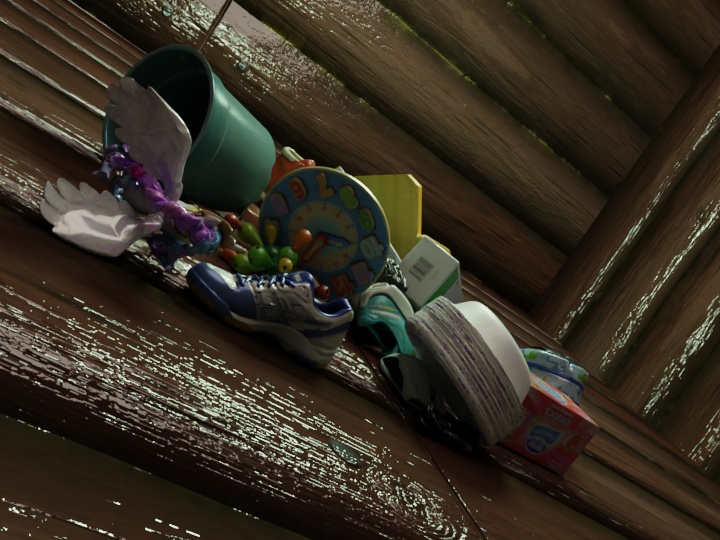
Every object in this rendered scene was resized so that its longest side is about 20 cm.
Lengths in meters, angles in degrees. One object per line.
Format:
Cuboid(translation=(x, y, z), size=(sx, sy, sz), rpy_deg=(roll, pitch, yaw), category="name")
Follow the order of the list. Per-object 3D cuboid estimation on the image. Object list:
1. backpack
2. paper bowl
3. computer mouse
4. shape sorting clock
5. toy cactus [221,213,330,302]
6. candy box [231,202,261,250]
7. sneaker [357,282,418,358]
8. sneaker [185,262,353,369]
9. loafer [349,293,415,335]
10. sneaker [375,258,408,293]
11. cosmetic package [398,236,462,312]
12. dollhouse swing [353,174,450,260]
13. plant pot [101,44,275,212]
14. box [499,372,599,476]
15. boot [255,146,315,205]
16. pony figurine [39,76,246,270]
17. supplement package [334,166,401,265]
Cuboid(translation=(0.316, 0.200, 1.433), size=(0.161, 0.156, 0.200), rpy_deg=(31, -29, -10), category="backpack")
Cuboid(translation=(0.152, 0.125, 1.088), size=(0.203, 0.103, 0.201), rpy_deg=(57, -7, 11), category="paper bowl")
Cuboid(translation=(0.083, 0.158, 1.073), size=(0.109, 0.044, 0.200), rpy_deg=(30, 10, -31), category="computer mouse")
Cuboid(translation=(-0.054, -0.048, 1.147), size=(0.198, 0.201, 0.039), rpy_deg=(35, 31, -6), category="shape sorting clock")
Cuboid(translation=(-0.097, -0.001, 1.102), size=(0.199, 0.103, 0.165), rpy_deg=(31, -6, 39), category="toy cactus")
Cuboid(translation=(-0.142, -0.059, 1.307), size=(0.114, 0.056, 0.200), rpy_deg=(35, 9, -10), category="candy box")
Cuboid(translation=(0.061, 0.109, 1.202), size=(0.077, 0.081, 0.200), rpy_deg=(-19, -56, 43), category="sneaker")
Cuboid(translation=(-0.097, 0.028, 0.901), size=(0.198, 0.089, 0.075), rpy_deg=(30, 11, -29), category="sneaker")
Cuboid(translation=(0.028, 0.078, 1.292), size=(0.199, 0.062, 0.074), rpy_deg=(19, 59, -60), category="loafer")
Cuboid(translation=(0.000, 0.000, 1.273), size=(0.200, 0.078, 0.076), rpy_deg=(41, 23, -44), category="sneaker")
Cuboid(translation=(0.119, 0.039, 1.449), size=(0.084, 0.108, 0.201), rpy_deg=(38, -12, 24), category="cosmetic package")
Cuboid(translation=(0.072, -0.078, 1.614), size=(0.196, 0.180, 0.181), rpy_deg=(2, -12, 33), category="dollhouse swing")
Cuboid(translation=(-0.234, -0.187, 1.178), size=(0.200, 0.202, 0.195), rpy_deg=(40, 6, 31), category="plant pot")
Cuboid(translation=(0.259, 0.222, 1.247), size=(0.198, 0.103, 0.095), rpy_deg=(32, 9, -33), category="box")
Cuboid(translation=(-0.096, -0.115, 1.249), size=(0.075, 0.108, 0.200), rpy_deg=(30, 13, -46), category="boot")
Cuboid(translation=(-0.219, -0.077, 0.841), size=(0.192, 0.169, 0.199), rpy_deg=(36, -9, -25), category="pony figurine")
Cuboid(translation=(-0.020, -0.056, 1.364), size=(0.115, 0.108, 0.200), rpy_deg=(59, 4, 34), category="supplement package")
